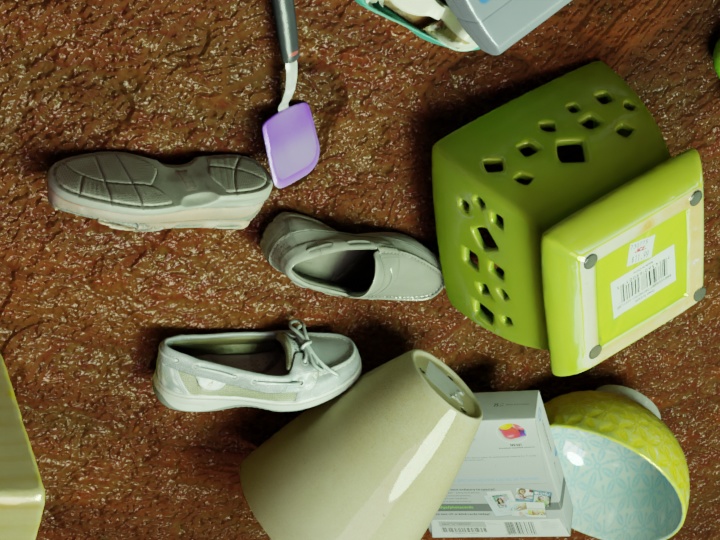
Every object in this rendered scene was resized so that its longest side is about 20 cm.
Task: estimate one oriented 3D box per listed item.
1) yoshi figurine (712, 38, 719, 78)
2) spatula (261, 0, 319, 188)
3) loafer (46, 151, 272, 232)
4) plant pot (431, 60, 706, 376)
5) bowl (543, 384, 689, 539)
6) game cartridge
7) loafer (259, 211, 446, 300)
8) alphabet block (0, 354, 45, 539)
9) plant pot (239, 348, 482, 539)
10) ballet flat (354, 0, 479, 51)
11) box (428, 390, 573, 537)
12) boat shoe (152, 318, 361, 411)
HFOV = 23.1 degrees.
[{"bbox_3d":[0.400,-0.184,1.659,0.111,0.114,0.199,-8,165,36],"label":"yoshi figurine"},{"bbox_3d":[-0.060,-0.164,1.468,0.056,0.020,0.201,-30,135,-32],"label":"spatula"},{"bbox_3d":[-0.170,-0.056,1.479,0.198,0.072,0.063,-3,136,-28],"label":"loafer"},{"bbox_3d":[0.197,-0.036,1.577,0.199,0.181,0.200,-29,135,-20],"label":"plant pot"},{"bbox_3d":[0.263,0.187,1.855,0.108,0.198,0.201,-59,146,-34],"label":"bowl"},{"bbox_3d":[0.108,-0.280,1.401,0.133,0.040,0.201,-36,123,-17],"label":"game cartridge"},{"bbox_3d":[0.000,0.000,1.607,0.198,0.070,0.070,10,122,-33],"label":"loafer"},{"bbox_3d":[-0.398,0.198,1.490,0.198,0.196,0.198,1,129,-28],"label":"alphabet block"},{"bbox_3d":[0.017,0.176,1.682,0.187,0.188,0.200,28,111,-40],"label":"plant pot"},{"bbox_3d":[0.060,-0.217,1.455,0.199,0.071,0.068,19,117,-37],"label":"ballet flat"},{"bbox_3d":[0.126,0.203,1.813,0.154,0.041,0.201,-4,137,18],"label":"box"},{"bbox_3d":[-0.092,0.084,1.632,0.200,0.075,0.065,-2,133,-16],"label":"boat shoe"}]
